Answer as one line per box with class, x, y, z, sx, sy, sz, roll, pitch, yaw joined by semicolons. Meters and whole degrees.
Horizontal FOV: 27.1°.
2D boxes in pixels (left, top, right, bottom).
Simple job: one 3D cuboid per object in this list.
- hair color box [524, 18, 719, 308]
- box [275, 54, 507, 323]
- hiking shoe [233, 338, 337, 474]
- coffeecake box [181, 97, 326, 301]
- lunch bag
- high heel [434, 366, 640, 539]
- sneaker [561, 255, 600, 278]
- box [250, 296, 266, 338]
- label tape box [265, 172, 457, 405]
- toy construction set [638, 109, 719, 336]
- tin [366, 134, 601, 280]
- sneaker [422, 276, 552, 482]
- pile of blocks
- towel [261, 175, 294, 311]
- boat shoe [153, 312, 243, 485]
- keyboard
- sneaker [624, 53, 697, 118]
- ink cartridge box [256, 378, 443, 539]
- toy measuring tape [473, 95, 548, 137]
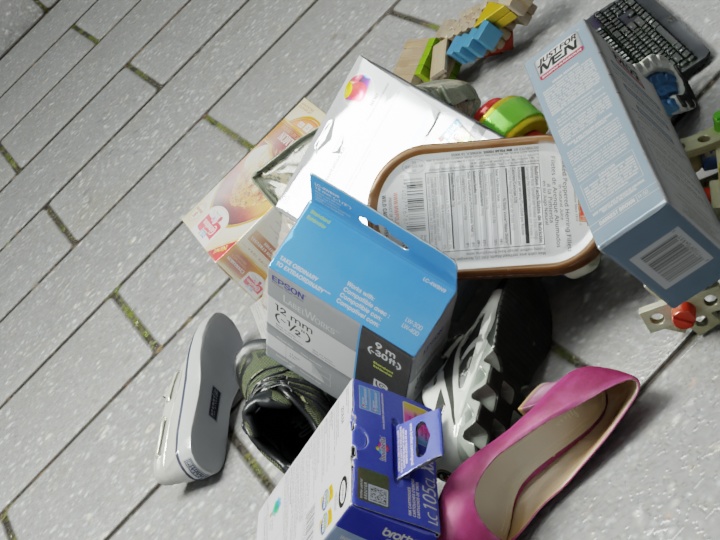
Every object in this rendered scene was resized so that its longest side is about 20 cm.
hair color box;0.192;-0.080;1.077;0.061;0.099;0.200;-36;43;23
box;0.039;-0.071;1.265;0.200;0.041;0.156;33;98;32
hiking shoe;-0.064;0.114;1.276;0.076;0.101;0.200;-43;47;3
coffeecake box;-0.087;-0.081;1.648;0.200;0.073;0.154;-45;29;-1
lunch bag;0.024;-0.110;1.440;0.200;0.118;0.164;-34;-3;20
high heel;0.125;0.148;1.067;0.200;0.067;0.096;-45;14;-31
sneaker;0.136;-0.034;1.283;0.111;0.077;0.200;-28;27;16
box;-0.064;0.079;1.436;0.041;0.039;0.200;-40;28;5
label tape box;-0.003;0.032;1.198;0.143;0.200;0.066;32;61;17
toy construction set;0.258;-0.046;1.126;0.131;0.092;0.200;-6;48;14
tin;0.102;-0.048;1.177;0.200;0.112;0.042;-4;3;15
sneaker;0.091;0.080;1.193;0.088;0.074;0.200;-13;40;41
pile of blocks;0.119;-0.235;1.608;0.200;0.062;0.082;-26;44;44
towel;0.000;0.000;1.329;0.200;0.034;0.133;18;98;33
boat shoe;-0.162;0.127;1.473;0.066;0.072;0.200;-23;43;26
keyboard;0.249;-0.205;1.432;0.127;0.021;0.200;-39;28;10
sneaker;0.209;-0.135;1.263;0.087;0.200;0.075;-40;68;31
ink cartridge box;-0.006;0.178;1.109;0.200;0.076;0.136;-58;19;33
toy measuring tape;0.115;-0.123;1.358;0.074;0.074;0.200;-18;-4;39
